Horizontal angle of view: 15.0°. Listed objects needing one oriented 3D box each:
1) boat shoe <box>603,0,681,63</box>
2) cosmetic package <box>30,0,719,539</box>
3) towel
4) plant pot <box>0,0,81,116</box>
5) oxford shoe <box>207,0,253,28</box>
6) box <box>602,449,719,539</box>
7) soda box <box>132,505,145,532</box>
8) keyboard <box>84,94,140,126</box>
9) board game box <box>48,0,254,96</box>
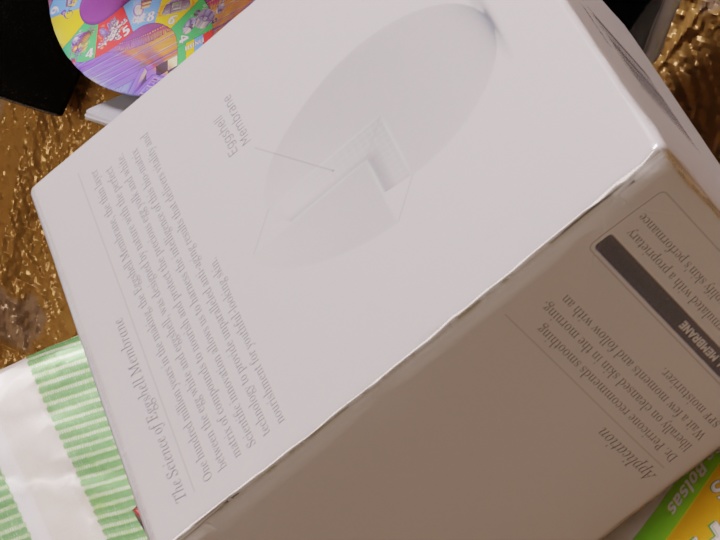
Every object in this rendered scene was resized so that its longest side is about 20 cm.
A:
[{"bbox_3d":[0.069,-0.066,1.068,0.200,0.072,0.066,-53,20,31],"label":"boat shoe"},{"bbox_3d":[0.017,-0.001,0.911,0.200,0.123,0.200,-38,40,11],"label":"cosmetic package"},{"bbox_3d":[-0.139,0.114,1.206,0.199,0.023,0.153,-26,71,-4],"label":"towel"},{"bbox_3d":[-0.207,-0.212,1.241,0.200,0.199,0.178,39,102,31],"label":"plant pot"},{"bbox_3d":[0.002,-0.126,1.154,0.199,0.071,0.074,-11,63,35],"label":"oxford shoe"},{"bbox_3d":[0.139,0.063,0.947,0.200,0.101,0.113,-41,59,15],"label":"box"},{"bbox_3d":[-0.027,0.130,1.086,0.063,0.200,0.070,-43,65,-13],"label":"soda box"},{"bbox_3d":[-0.036,-0.056,1.110,0.200,0.056,0.011,19,133,49],"label":"keyboard"},{"bbox_3d":[-0.067,-0.171,1.161,0.158,0.039,0.200,29,82,45],"label":"board game box"}]
